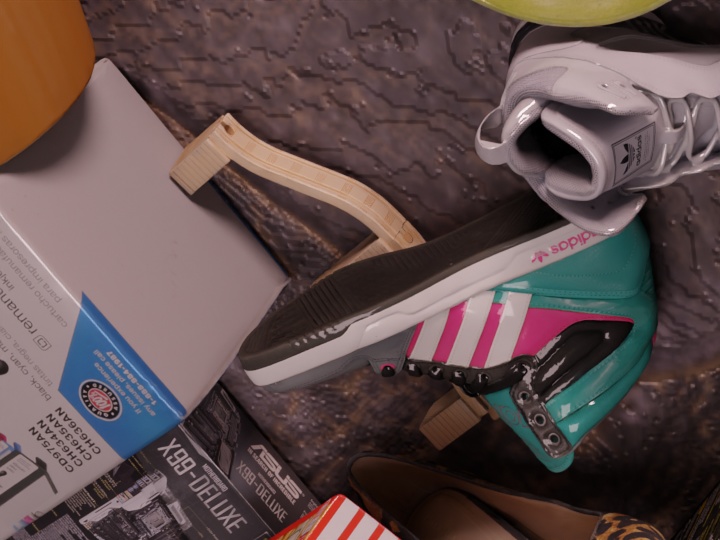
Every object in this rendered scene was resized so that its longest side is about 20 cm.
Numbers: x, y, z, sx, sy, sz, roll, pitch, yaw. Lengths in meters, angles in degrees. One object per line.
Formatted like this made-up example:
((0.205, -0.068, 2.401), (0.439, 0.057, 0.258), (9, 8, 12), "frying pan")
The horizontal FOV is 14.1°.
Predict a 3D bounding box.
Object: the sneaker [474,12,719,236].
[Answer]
((0.147, -0.059, 1.252), (0.199, 0.115, 0.076), (12, 123, 16), "sneaker")

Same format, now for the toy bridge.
((0.000, 0.000, 1.405), (0.200, 0.027, 0.067), (45, 125, -9), "toy bridge")

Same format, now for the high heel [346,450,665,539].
((0.065, 0.125, 1.379), (0.142, 0.072, 0.200), (34, 164, -4), "high heel")

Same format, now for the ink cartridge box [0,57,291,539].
((-0.170, 0.028, 1.422), (0.200, 0.145, 0.147), (-34, 103, 34), "ink cartridge box")

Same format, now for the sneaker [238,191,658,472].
((0.053, 0.044, 1.360), (0.199, 0.084, 0.121), (-22, 108, 10), "sneaker")

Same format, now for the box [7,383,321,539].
((-0.079, 0.168, 1.526), (0.157, 0.050, 0.200), (-33, 102, 34), "box")

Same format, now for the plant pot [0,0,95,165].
((-0.217, -0.140, 1.320), (0.199, 0.201, 0.184), (-15, 122, 30), "plant pot")

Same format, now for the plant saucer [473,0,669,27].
((0.081, -0.202, 1.220), (0.199, 0.031, 0.201), (14, 121, 25), "plant saucer")

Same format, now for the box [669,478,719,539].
((0.170, 0.141, 1.310), (0.049, 0.200, 0.160), (36, 126, 0), "box")

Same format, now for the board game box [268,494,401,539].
((0.012, 0.183, 1.376), (0.151, 0.046, 0.200), (38, 160, -4), "board game box")
